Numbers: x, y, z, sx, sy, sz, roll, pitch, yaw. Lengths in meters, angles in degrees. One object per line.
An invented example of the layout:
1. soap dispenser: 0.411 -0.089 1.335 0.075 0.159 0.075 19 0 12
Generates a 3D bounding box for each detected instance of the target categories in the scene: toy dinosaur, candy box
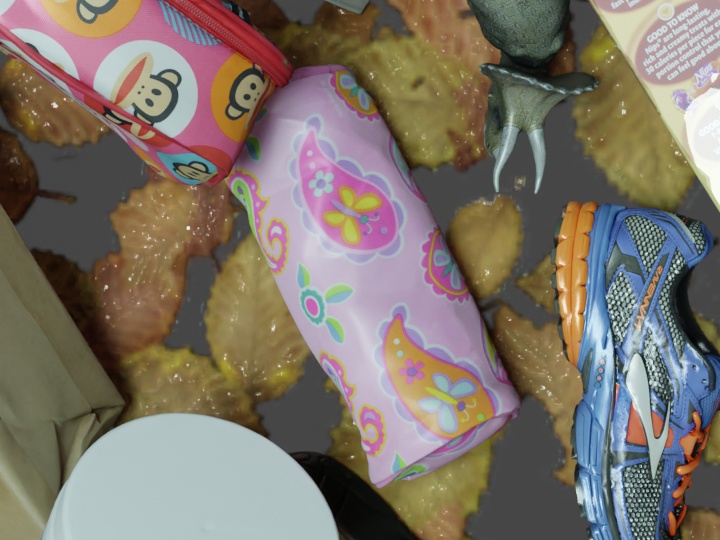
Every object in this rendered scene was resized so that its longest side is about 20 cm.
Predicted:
1. toy dinosaur: 0.066 -0.138 0.774 0.076 0.201 0.103 -21 51 1
2. candy box: 0.160 -0.077 0.751 0.056 0.117 0.201 -34 81 16

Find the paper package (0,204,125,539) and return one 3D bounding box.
1. paper package: -0.249 0.049 0.844 0.198 0.104 0.192 -9 128 25

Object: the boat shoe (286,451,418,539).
1. boat shoe: 0.017 0.176 0.833 0.200 0.075 0.074 43 109 21

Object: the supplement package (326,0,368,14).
1. supplement package: -0.008 -0.241 0.803 0.116 0.117 0.201 36 101 13

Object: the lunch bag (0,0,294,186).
1. lunch bag: -0.132 -0.119 0.783 0.175 0.200 0.082 33 89 -22

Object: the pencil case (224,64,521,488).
1. pencil case: 0.000 0.000 0.826 0.087 0.087 0.202 -30 82 16

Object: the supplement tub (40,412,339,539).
1. supplement tub: -0.098 0.176 0.797 0.132 0.132 0.201 38 132 14

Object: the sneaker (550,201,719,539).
1. sneaker: 0.136 0.065 0.787 0.077 0.075 0.203 -7 91 15
